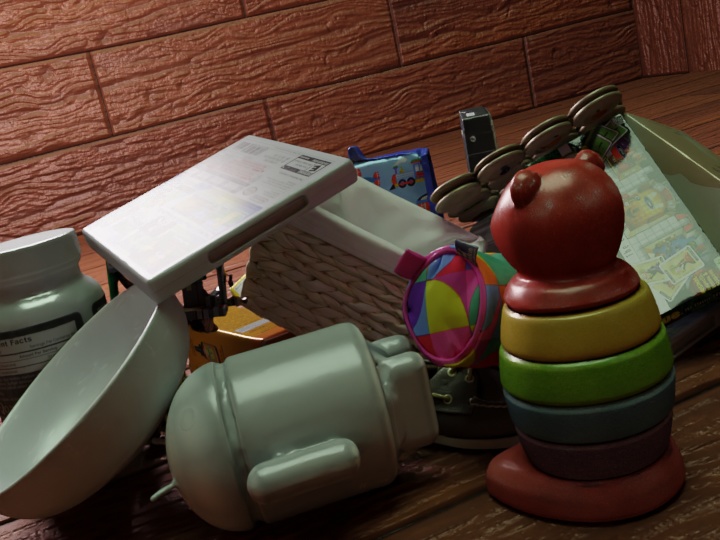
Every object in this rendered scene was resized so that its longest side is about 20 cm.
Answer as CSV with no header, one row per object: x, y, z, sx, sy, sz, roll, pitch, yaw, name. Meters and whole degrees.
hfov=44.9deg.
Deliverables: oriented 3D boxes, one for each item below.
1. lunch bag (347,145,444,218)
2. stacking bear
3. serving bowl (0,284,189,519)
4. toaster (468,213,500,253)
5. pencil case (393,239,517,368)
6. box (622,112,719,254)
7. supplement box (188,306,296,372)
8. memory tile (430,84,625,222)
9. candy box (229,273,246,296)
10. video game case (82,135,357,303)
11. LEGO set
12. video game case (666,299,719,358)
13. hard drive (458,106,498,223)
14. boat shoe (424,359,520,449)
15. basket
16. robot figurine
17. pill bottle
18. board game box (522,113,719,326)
0.018,-0.034,0.935,0.147,0.205,0.094,-11,12,11,lunch bag
0.129,0.033,0.528,0.119,0.205,0.113,-18,13,-24,stacking bear
-0.194,0.101,0.648,0.199,0.066,0.202,-38,24,20,serving bowl
0.203,-0.030,0.899,0.197,0.116,0.128,-24,2,-35,toaster
0.119,0.023,0.642,0.197,0.091,0.087,5,-2,-42,pencil case
0.305,-0.055,0.778,0.093,0.079,0.201,8,29,-33,box
-0.116,0.080,0.895,0.068,0.068,0.198,-22,16,-35,supplement box
0.167,-0.105,0.843,0.197,0.017,0.153,-31,-15,15,memory tile
-0.052,-0.013,1.036,0.200,0.027,0.102,-44,54,-14,candy box
-0.121,-0.052,0.709,0.180,0.022,0.199,-33,28,-20,video game case
-0.155,0.051,0.799,0.113,0.206,0.154,-6,-1,-3,LEGO set
0.223,0.055,0.765,0.198,0.018,0.141,-23,15,-37,video game case
0.149,-0.085,1.021,0.037,0.205,0.140,-8,12,7,hard drive
0.067,0.093,0.665,0.196,0.061,0.071,-5,14,34,boat shoe
0.000,0.000,0.808,0.197,0.126,0.136,27,23,9,basket
-0.048,0.107,0.596,0.195,0.116,0.170,-15,11,-6,robot figurine
-0.275,0.073,0.780,0.113,0.205,0.117,-11,12,2,pill bottle
0.224,-0.041,0.749,0.103,0.023,0.203,-30,51,12,board game box
